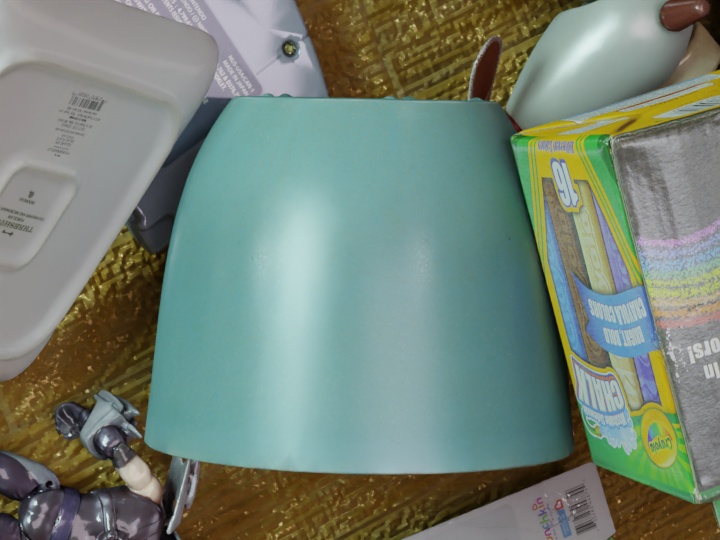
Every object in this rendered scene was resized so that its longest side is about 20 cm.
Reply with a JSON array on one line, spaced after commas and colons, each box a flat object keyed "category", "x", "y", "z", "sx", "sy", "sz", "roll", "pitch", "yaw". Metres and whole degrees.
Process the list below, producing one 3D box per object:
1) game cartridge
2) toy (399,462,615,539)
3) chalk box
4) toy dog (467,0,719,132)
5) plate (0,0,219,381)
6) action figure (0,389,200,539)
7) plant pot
[{"category": "game cartridge", "x": -0.106, "y": -0.127, "z": 1.253, "sx": 0.133, "sy": 0.041, "sz": 0.201, "roll": -39, "pitch": 105, "yaw": -18}, {"category": "toy", "x": 0.044, "y": 0.183, "z": 1.320, "sx": 0.199, "sy": 0.047, "sz": 0.116, "roll": -19, "pitch": 96, "yaw": -19}, {"category": "chalk box", "x": 0.161, "y": 0.023, "z": 1.117, "sx": 0.124, "sy": 0.124, "sz": 0.202, "roll": -16, "pitch": 99, "yaw": -15}, {"category": "toy dog", "x": 0.109, "y": -0.085, "z": 1.300, "sx": 0.131, "sy": 0.096, "sz": 0.201, "roll": 27, "pitch": 84, "yaw": -19}, {"category": "plate", "x": -0.158, "y": -0.032, "z": 1.148, "sx": 0.201, "sy": 0.032, "sz": 0.199, "roll": -56, "pitch": 151, "yaw": 11}, {"category": "action figure", "x": -0.157, "y": 0.113, "z": 1.234, "sx": 0.199, "sy": 0.069, "sz": 0.131, "roll": 22, "pitch": 79, "yaw": -26}, {"category": "plant pot", "x": 0.000, "y": 0.000, "z": 1.199, "sx": 0.199, "sy": 0.200, "sz": 0.162, "roll": -1, "pitch": 94, "yaw": -20}]
